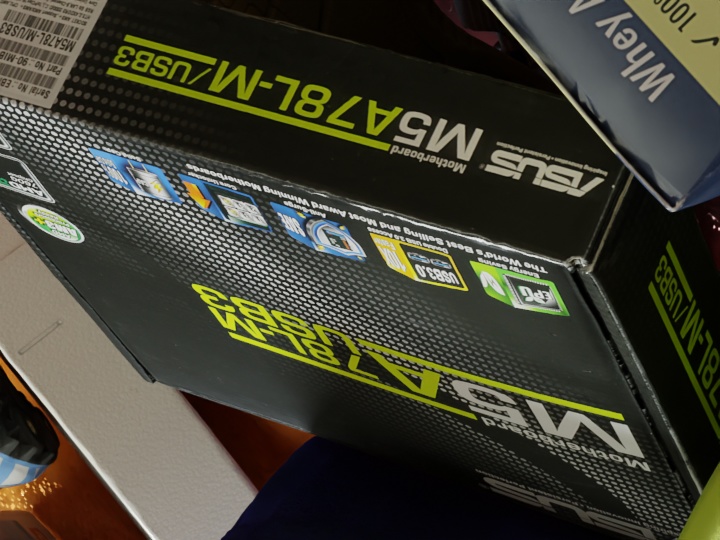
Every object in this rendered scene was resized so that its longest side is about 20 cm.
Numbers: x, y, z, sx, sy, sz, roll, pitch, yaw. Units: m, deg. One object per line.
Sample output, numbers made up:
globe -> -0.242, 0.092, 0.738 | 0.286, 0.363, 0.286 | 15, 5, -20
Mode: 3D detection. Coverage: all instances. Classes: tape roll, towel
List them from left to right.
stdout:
tape roll -> -0.082, 0.047, 0.979 | 0.203, 0.037, 0.203 | 51, 173, 9
towel -> 0.052, 0.105, 0.781 | 0.199, 0.148, 0.050 | 14, 109, 17

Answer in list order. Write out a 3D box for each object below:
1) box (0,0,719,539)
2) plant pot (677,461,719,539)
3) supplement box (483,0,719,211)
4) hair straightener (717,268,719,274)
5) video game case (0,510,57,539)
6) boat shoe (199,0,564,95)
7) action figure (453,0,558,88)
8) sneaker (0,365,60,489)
box -> 0.000, 0.000, 0.755 | 0.199, 0.048, 0.193 | 17, 158, 25
plant pot -> 0.183, 0.046, 0.658 | 0.198, 0.200, 0.182 | 19, 115, 17
supplement box -> 0.085, -0.155, 0.622 | 0.200, 0.134, 0.200 | -44, 82, 16
hair straightener -> 0.116, 0.085, 0.886 | 0.077, 0.041, 0.201 | 14, 120, 37
video game case -> -0.097, 0.153, 1.050 | 0.182, 0.200, 0.022 | 43, 96, 13
boat shoe -> -0.012, -0.056, 0.801 | 0.065, 0.072, 0.200 | -6, 146, 47
action figure -> -0.011, -0.113, 0.835 | 0.193, 0.104, 0.201 | 2, 118, 51
sneaker -> -0.150, 0.054, 1.009 | 0.072, 0.072, 0.200 | 52, 172, -3
